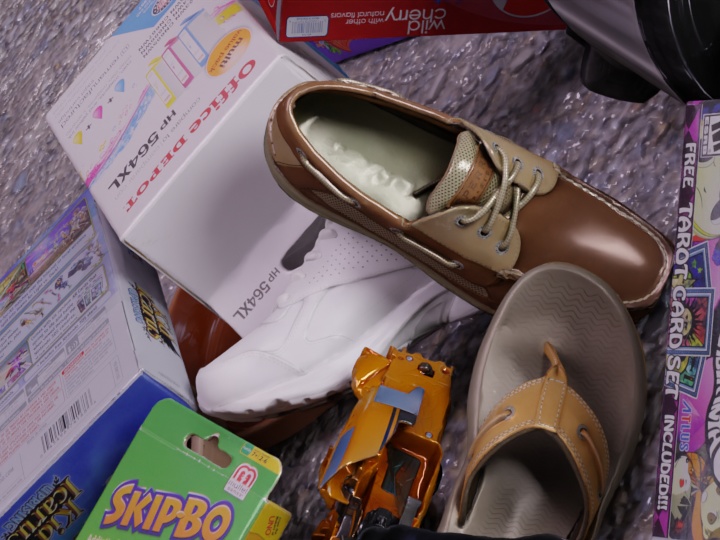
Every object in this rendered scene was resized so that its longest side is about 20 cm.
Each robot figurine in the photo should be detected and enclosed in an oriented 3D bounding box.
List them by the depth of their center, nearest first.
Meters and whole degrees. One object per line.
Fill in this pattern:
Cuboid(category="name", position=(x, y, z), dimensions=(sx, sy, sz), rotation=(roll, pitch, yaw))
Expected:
Cuboid(category="robot figurine", position=(-0.009, 0.134, 1.131), dimensions=(0.200, 0.058, 0.146), rotation=(-67, -4, -49))

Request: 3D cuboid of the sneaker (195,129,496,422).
Cuboid(category="sneaker", position=(0.000, 0.000, 1.233), dimensions=(0.199, 0.100, 0.078), rotation=(-29, -3, -2))

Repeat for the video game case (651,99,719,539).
Cuboid(category="video game case", position=(0.180, 0.033, 0.925), dimensions=(0.181, 0.036, 0.202), rotation=(1, 84, 55))

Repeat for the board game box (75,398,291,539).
Cuboid(category="board game box", position=(-0.107, 0.162, 1.162), dimensions=(0.095, 0.030, 0.201), rotation=(25, 85, 44))

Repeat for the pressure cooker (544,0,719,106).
Cuboid(category="pressure cooker", position=(0.163, -0.164, 1.157), dimensions=(0.175, 0.179, 0.200), rotation=(-33, 30, -6))

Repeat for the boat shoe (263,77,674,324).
Cuboid(category="boat shoe", position=(0.046, -0.031, 1.161), dimensions=(0.074, 0.199, 0.076), rotation=(91, -159, -79))

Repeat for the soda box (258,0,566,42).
Cuboid(category="soda box", position=(0.048, -0.161, 1.291), dimensions=(0.070, 0.198, 0.064), rotation=(-116, 27, -56))

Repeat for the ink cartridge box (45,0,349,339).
Cuboid(category="ink cartridge box", position=(-0.060, -0.058, 1.335), dimensions=(0.129, 0.125, 0.200), rotation=(-49, 30, 6))

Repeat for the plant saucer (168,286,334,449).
Cuboid(category="plant saucer", position=(-0.033, 0.012, 1.380), dimensions=(0.200, 0.032, 0.201), rotation=(-34, 36, 29))

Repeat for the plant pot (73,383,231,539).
Cuboid(category="plant pot", position=(-0.119, 0.158, 1.289), dimensions=(0.200, 0.093, 0.202), rotation=(-34, 35, 28))

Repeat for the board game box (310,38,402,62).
Cuboid(category="board game box", position=(0.047, -0.205, 1.478), dimensions=(0.199, 0.045, 0.135), rotation=(-15, 47, 46))

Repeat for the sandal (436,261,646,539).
Cuboid(category="sandal", position=(0.072, 0.090, 1.101), dimensions=(0.054, 0.080, 0.201), rotation=(93, -162, -74))

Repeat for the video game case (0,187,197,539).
Cuboid(category="video game case", position=(-0.177, 0.079, 1.315), dimensions=(0.200, 0.045, 0.182), rotation=(-44, 33, 14))

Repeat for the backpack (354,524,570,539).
Cuboid(category="backpack", position=(0.018, 0.195, 0.967), dimensions=(0.200, 0.190, 0.154), rotation=(-45, 43, 12))
